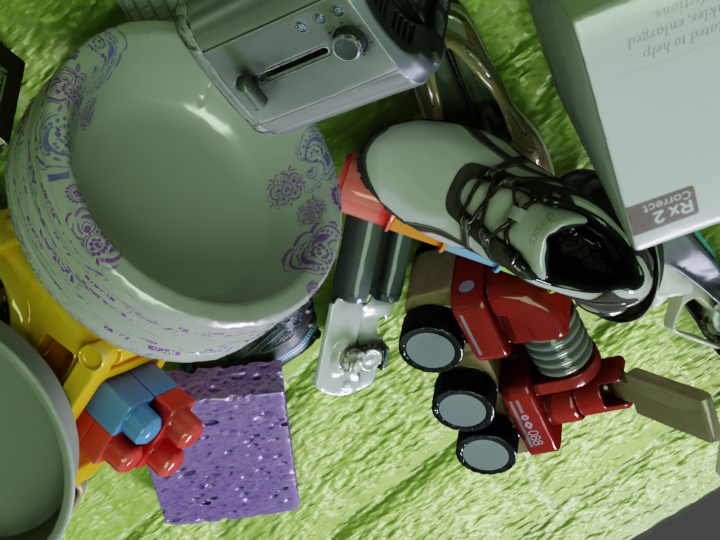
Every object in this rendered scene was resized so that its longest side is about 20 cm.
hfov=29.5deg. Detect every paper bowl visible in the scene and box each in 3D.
[{"bbox_3d":[-0.118,-0.042,0.835,0.200,0.201,0.104,25,144,-24],"label":"paper bowl"}]

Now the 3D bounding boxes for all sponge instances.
[{"bbox_3d":[-0.107,0.135,1.038,0.111,0.030,0.200,-6,146,-3],"label":"sponge"}]

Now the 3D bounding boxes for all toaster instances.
[{"bbox_3d":[-0.023,-0.170,0.788,0.129,0.201,0.114,-21,127,27],"label":"toaster"}]

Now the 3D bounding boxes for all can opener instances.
[{"bbox_3d":[0.000,0.000,0.978,0.052,0.066,0.201,-3,120,-31],"label":"can opener"}]

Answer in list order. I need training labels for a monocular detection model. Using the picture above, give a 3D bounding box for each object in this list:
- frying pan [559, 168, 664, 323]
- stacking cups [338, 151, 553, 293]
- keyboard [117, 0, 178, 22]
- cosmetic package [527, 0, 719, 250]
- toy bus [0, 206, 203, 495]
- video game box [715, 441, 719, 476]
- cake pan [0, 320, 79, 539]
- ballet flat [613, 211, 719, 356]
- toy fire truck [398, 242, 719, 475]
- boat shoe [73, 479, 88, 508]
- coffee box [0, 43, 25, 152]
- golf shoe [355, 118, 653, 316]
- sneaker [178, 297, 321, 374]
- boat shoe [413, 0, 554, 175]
[{"bbox_3d":[0.181,-0.044,0.942,0.031,0.115,0.190,-22,145,-29],"label":"frying pan"},{"bbox_3d":[0.081,-0.034,0.901,0.199,0.061,0.061,21,121,-3],"label":"stacking cups"},{"bbox_3d":[-0.118,-0.164,0.871,0.056,0.011,0.200,-23,126,7],"label":"keyboard"},{"bbox_3d":[0.195,-0.152,0.813,0.164,0.200,0.165,-21,126,5],"label":"cosmetic package"},{"bbox_3d":[-0.202,0.079,0.905,0.192,0.136,0.200,44,117,11],"label":"toy bus"},{"bbox_3d":[0.370,0.066,1.055,0.199,0.047,0.183,-20,131,-22],"label":"video game box"},{"bbox_3d":[-0.260,0.100,0.847,0.199,0.037,0.201,7,115,15],"label":"cake pan"},{"bbox_3d":[0.239,0.008,1.011,0.073,0.073,0.200,-40,124,19],"label":"ballet flat"},{"bbox_3d":[0.144,0.060,0.968,0.199,0.129,0.176,-12,128,22],"label":"toy fire truck"},{"bbox_3d":[-0.290,0.198,1.067,0.200,0.065,0.071,-41,122,19],"label":"boat shoe"},{"bbox_3d":[-0.304,-0.062,0.848,0.200,0.113,0.080,-41,119,20],"label":"coffee box"},{"bbox_3d":[0.091,-0.039,0.830,0.199,0.094,0.078,24,92,1],"label":"golf shoe"},{"bbox_3d":[-0.060,0.013,0.976,0.082,0.073,0.200,15,132,-25],"label":"sneaker"},{"bbox_3d":[0.082,-0.086,0.918,0.071,0.076,0.200,-30,125,10],"label":"boat shoe"}]
